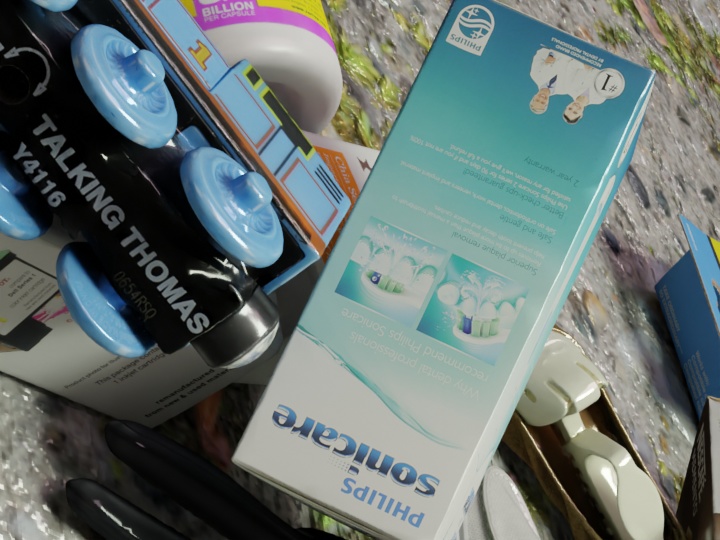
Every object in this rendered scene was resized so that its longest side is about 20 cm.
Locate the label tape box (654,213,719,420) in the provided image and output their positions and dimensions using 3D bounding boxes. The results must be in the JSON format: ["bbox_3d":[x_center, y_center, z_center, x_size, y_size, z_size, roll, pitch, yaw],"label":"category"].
[{"bbox_3d":[0.256,0.064,1.330,0.200,0.063,0.144,25,42,-47],"label":"label tape box"}]

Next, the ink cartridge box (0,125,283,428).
[{"bbox_3d":[-0.132,-0.043,0.772,0.200,0.084,0.145,29,40,-44],"label":"ink cartridge box"}]

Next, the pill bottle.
[{"bbox_3d":[-0.080,-0.152,0.951,0.104,0.104,0.200,21,44,-49],"label":"pill bottle"}]

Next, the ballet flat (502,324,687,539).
[{"bbox_3d":[0.116,0.091,1.052,0.068,0.072,0.200,-29,92,-19],"label":"ballet flat"}]

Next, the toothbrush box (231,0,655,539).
[{"bbox_3d":[0.036,0.010,0.793,0.085,0.200,0.146,24,-6,8],"label":"toothbrush box"}]

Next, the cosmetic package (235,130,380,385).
[{"bbox_3d":[0.000,0.000,0.963,0.200,0.071,0.102,9,54,-57],"label":"cosmetic package"}]

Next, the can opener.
[{"bbox_3d":[-0.038,0.123,0.803,0.200,0.079,0.063,32,75,-35],"label":"can opener"}]

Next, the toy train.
[{"bbox_3d":[-0.090,-0.058,0.684,0.200,0.087,0.114,52,22,-10],"label":"toy train"}]

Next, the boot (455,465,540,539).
[{"bbox_3d":[0.102,0.164,0.934,0.074,0.096,0.200,22,44,-49],"label":"boot"}]

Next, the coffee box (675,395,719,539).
[{"bbox_3d":[0.212,0.173,1.060,0.080,0.115,0.200,11,32,2],"label":"coffee box"}]
